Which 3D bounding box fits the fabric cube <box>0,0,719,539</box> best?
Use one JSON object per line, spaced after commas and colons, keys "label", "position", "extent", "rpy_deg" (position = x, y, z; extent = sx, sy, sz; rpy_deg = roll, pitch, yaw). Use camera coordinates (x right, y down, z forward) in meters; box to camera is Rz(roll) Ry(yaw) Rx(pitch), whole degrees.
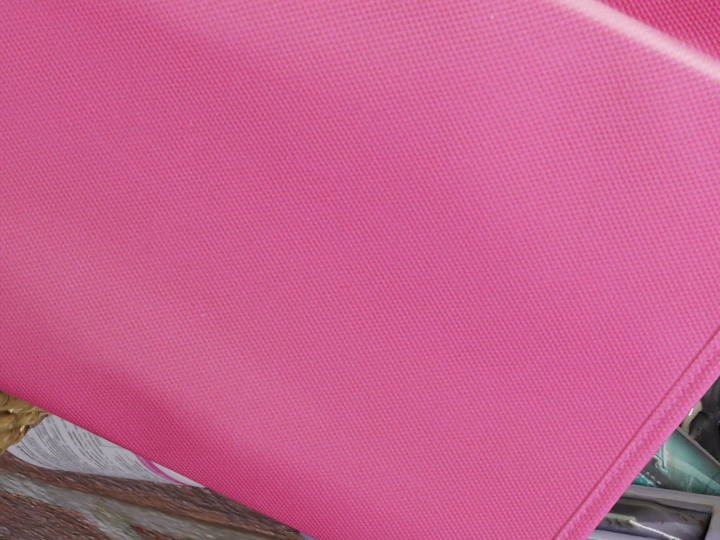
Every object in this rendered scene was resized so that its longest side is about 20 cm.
{"label": "fabric cube", "position": [0.006, -0.074, 0.555], "extent": [0.198, 0.201, 0.197], "rpy_deg": [25, 138, -3]}

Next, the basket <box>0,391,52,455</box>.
{"label": "basket", "position": [-0.173, -0.015, 0.859], "extent": [0.149, 0.143, 0.200], "rpy_deg": [31, -177, 4]}

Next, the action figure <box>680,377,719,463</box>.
{"label": "action figure", "position": [0.104, 0.004, 0.845], "extent": [0.118, 0.102, 0.200], "rpy_deg": [23, 153, 22]}

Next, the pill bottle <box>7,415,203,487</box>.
{"label": "pill bottle", "position": [-0.129, 0.049, 1.188], "extent": [0.199, 0.114, 0.113], "rpy_deg": [1, 149, 48]}

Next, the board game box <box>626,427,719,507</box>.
{"label": "board game box", "position": [0.094, 0.098, 0.882], "extent": [0.135, 0.028, 0.200], "rpy_deg": [-12, 137, 46]}

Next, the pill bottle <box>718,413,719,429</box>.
{"label": "pill bottle", "position": [0.169, 0.089, 0.963], "extent": [0.199, 0.107, 0.106], "rpy_deg": [13, 157, 27]}

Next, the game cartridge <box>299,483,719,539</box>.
{"label": "game cartridge", "position": [0.076, 0.118, 0.865], "extent": [0.199, 0.039, 0.130], "rpy_deg": [6, 144, 28]}
